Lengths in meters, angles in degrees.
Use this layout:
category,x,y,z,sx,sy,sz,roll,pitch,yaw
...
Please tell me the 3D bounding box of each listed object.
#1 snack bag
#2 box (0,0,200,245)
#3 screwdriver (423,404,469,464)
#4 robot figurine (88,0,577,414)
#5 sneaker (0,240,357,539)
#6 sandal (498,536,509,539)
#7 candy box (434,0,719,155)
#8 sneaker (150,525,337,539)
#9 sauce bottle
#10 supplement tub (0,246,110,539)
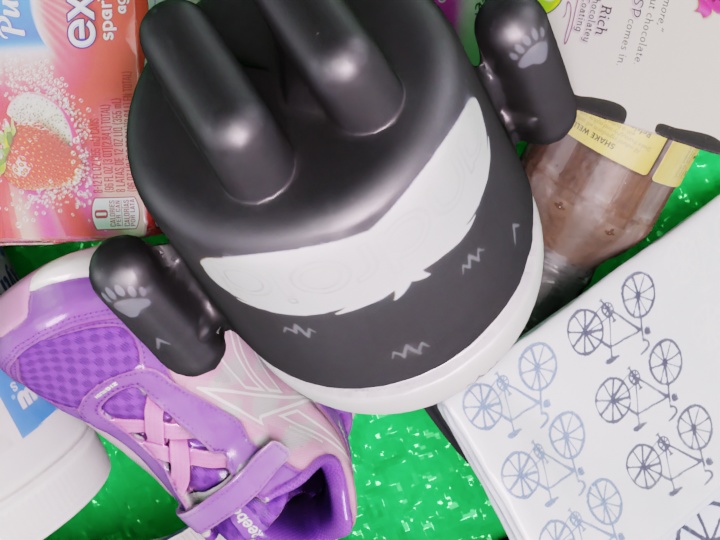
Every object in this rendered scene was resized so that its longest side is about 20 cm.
category,x,y,z,sx,sy,sz,roll,pitch,yaw
snack bag,0.134,0.092,1.074,0.189,0.021,0.200,-33,102,-36
box,-0.109,-0.112,1.023,0.095,0.100,0.200,-1,95,18
screwdriver,0.000,0.000,1.112,0.029,0.028,0.200,-43,105,-19
robot figurine,-0.008,-0.032,0.958,0.150,0.200,0.125,1,62,21
sneaker,-0.062,0.057,1.045,0.080,0.088,0.200,-29,144,24
sandal,0.115,0.141,1.136,0.200,0.045,0.075,-13,96,3
candy box,0.077,-0.135,1.020,0.200,0.061,0.136,21,103,24
sneaker,-0.108,0.150,1.123,0.199,0.115,0.081,-4,81,-32
sauce bottle,0.103,-0.056,1.080,0.065,0.065,0.200,28,102,-7
supplement tub,-0.198,0.021,1.068,0.132,0.132,0.200,-26,103,7
